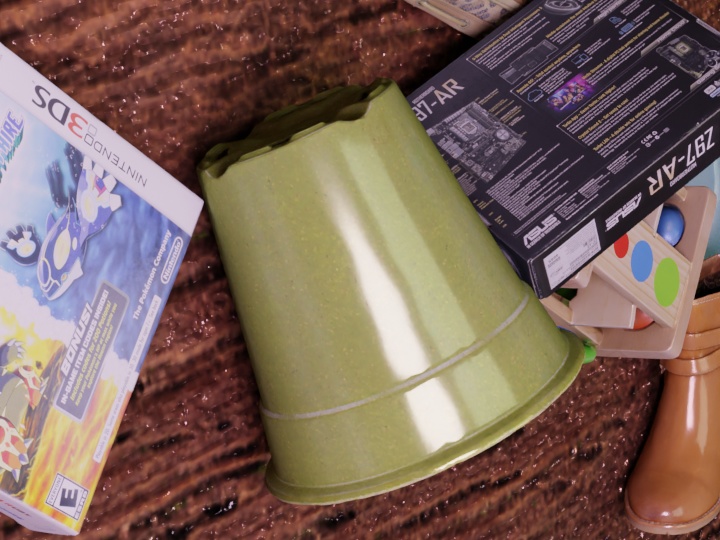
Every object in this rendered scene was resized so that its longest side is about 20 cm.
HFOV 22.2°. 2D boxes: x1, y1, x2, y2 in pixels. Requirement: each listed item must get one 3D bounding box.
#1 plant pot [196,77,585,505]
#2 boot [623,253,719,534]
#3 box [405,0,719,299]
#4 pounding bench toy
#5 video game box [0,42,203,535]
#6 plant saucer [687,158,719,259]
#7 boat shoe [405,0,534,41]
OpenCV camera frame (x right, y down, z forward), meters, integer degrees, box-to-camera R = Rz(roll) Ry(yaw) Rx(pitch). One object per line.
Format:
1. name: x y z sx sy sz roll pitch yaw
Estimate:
1. plant pot: 0.000 0.000 1.037 0.200 0.200 0.190 -37 109 -43
2. boot: 0.251 0.092 1.380 0.200 0.077 0.156 -42 137 -47
3. box: 0.130 -0.094 1.144 0.200 0.160 0.044 -39 143 -13
4. pounding bench toy: 0.139 0.012 1.236 0.156 0.124 0.200 35 65 -45
5. video game box: -0.179 0.007 0.923 0.182 0.047 0.200 37 63 -41
6. plant saucer: 0.241 -0.070 1.430 0.200 0.027 0.201 -1 91 -50
7. boat shoe: 0.085 -0.185 1.228 0.200 0.063 0.073 26 45 -50
